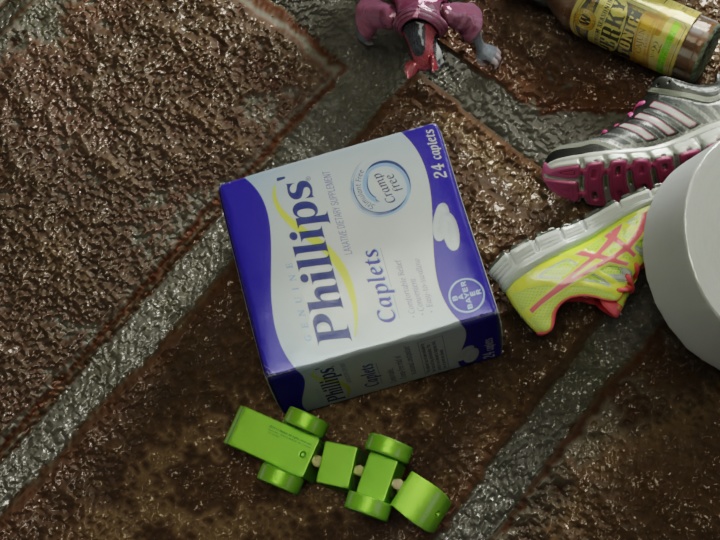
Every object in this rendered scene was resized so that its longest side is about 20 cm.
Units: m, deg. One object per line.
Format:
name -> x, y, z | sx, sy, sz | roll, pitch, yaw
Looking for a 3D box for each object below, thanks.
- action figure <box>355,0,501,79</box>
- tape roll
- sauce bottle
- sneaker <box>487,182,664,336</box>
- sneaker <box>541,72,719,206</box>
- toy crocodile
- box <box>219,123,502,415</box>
action figure -> 0.061, -0.260, 1.406 | 0.133, 0.149, 0.201 | -2, 55, 0
tape roll -> 0.333, -0.013, 1.274 | 0.201, 0.071, 0.203 | 5, 74, -19
sauce bottle -> 0.223, -0.234, 1.415 | 0.199, 0.065, 0.065 | 26, 74, 17
sneaker -> 0.214, -0.008, 1.332 | 0.199, 0.078, 0.091 | -25, 79, 1
sneaker -> 0.252, -0.119, 1.366 | 0.199, 0.074, 0.088 | -14, 59, 5
toy crocodile -> -0.020, 0.163, 1.300 | 0.199, 0.062, 0.068 | 16, 78, 18
box -> 0.000, 0.000, 1.331 | 0.199, 0.105, 0.185 | -17, 68, 1
